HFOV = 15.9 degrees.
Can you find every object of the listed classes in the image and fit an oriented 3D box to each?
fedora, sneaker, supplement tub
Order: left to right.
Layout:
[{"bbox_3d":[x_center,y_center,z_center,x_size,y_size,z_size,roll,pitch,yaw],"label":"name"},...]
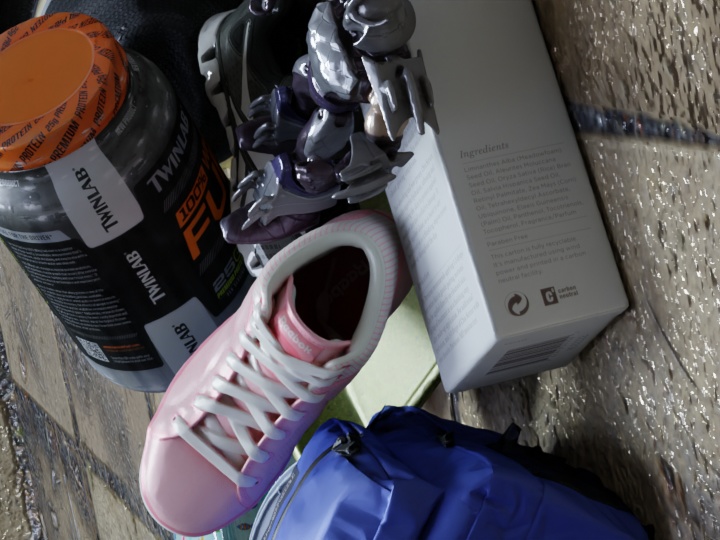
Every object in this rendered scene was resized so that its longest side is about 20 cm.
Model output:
[{"bbox_3d":[-0.134,-0.036,1.388,0.200,0.122,0.123,60,-179,-45],"label":"supplement tub"},{"bbox_3d":[-0.122,-0.110,1.469,0.092,0.199,0.201,-98,6,-48],"label":"fedora"},{"bbox_3d":[-0.048,0.051,1.288,0.075,0.200,0.105,40,-175,3],"label":"sneaker"},{"bbox_3d":[-0.030,-0.063,1.360,0.090,0.066,0.201,-36,65,51],"label":"sneaker"}]

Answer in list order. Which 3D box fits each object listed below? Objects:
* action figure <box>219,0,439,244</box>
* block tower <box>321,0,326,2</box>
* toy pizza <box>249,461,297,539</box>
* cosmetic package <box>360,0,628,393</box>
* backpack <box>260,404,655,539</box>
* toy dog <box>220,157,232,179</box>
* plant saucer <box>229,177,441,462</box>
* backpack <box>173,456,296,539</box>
[{"bbox_3d":[-0.017,-0.083,1.224,0.200,0.069,0.131,122,143,-62],"label":"action figure"},{"bbox_3d":[0.001,-0.187,1.368,0.200,0.054,0.058,103,150,-59],"label":"block tower"},{"bbox_3d":[0.017,0.196,1.506,0.199,0.032,0.201,6,100,34],"label":"toy pizza"},{"bbox_3d":[0.056,-0.053,1.244,0.101,0.071,0.201,126,129,-69],"label":"cosmetic package"},{"bbox_3d":[0.035,0.145,1.284,0.163,0.167,0.200,-61,14,2],"label":"backpack"},{"bbox_3d":[-0.115,-0.133,1.634,0.139,0.194,0.200,16,154,28],"label":"toy dog"},{"bbox_3d":[0.000,0.000,1.427,0.200,0.048,0.201,-55,52,43],"label":"plant saucer"},{"bbox_3d":[-0.037,0.183,1.654,0.178,0.150,0.201,108,141,-60],"label":"backpack"}]
